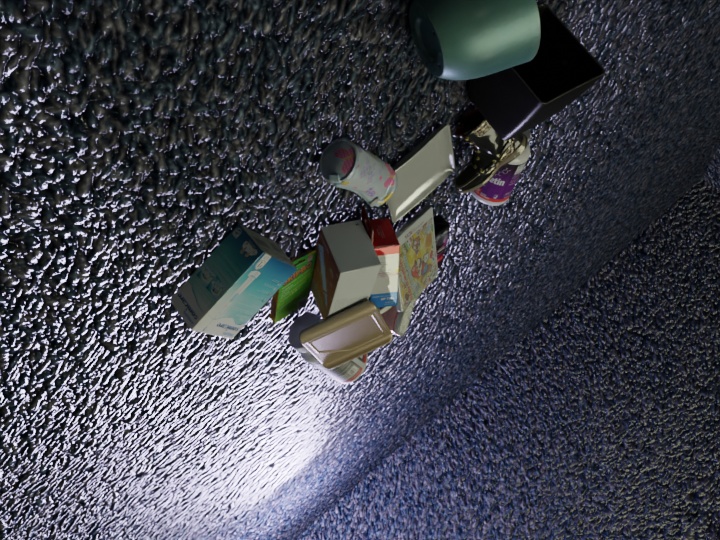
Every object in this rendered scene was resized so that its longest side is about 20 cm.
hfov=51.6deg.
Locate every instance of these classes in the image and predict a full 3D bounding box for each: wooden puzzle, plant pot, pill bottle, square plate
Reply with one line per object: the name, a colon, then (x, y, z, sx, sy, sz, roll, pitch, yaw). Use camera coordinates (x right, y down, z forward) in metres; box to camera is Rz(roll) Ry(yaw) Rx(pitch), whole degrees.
wooden puzzle: (-0.031, 0.145, 1.689, 0.183, 0.038, 0.200, -25, 149, 3)
plant pot: (0.336, -0.388, 1.526, 0.198, 0.201, 0.178, -29, 164, -28)
plant pot: (0.176, -0.409, 1.229, 0.159, 0.202, 0.201, -26, 154, -7)
pill bottle: (0.343, -0.264, 1.821, 0.112, 0.113, 0.201, -26, 151, -33)
square plate: (0.126, -0.217, 1.661, 0.199, 0.028, 0.198, -41, 157, -6)
pill bottle: (-0.079, 0.190, 1.833, 0.116, 0.116, 0.200, -45, 132, 5)

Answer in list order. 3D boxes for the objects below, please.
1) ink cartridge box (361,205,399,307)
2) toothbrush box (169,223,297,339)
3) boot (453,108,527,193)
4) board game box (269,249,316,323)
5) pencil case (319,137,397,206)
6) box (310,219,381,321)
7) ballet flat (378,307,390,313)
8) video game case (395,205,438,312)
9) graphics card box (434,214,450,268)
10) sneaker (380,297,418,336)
ink cartridge box: (0.042, -0.033, 1.645, 0.066, 0.117, 0.202, -5, 125, -10)
toothbrush box: (-0.238, 0.026, 1.415, 0.200, 0.085, 0.146, -47, 157, 7)
boot: (0.263, -0.275, 1.685, 0.199, 0.074, 0.150, -35, 133, 25)
board game box: (-0.149, 0.032, 1.638, 0.095, 0.030, 0.201, -29, 155, -31)
pencil case: (-0.002, -0.187, 1.439, 0.199, 0.082, 0.092, 20, 92, -63)
box: (-0.039, 0.006, 1.611, 0.096, 0.125, 0.201, -12, 148, -22)
ballet flat: (0.075, 0.045, 1.854, 0.201, 0.072, 0.072, -51, 155, 8)
video game case: (0.132, -0.029, 1.817, 0.182, 0.023, 0.202, -42, 135, -41)
graphics card box: (0.167, -0.047, 1.977, 0.125, 0.051, 0.201, -32, 152, -22)
sneaker: (0.094, 0.061, 1.917, 0.075, 0.104, 0.203, 36, 72, -57)
